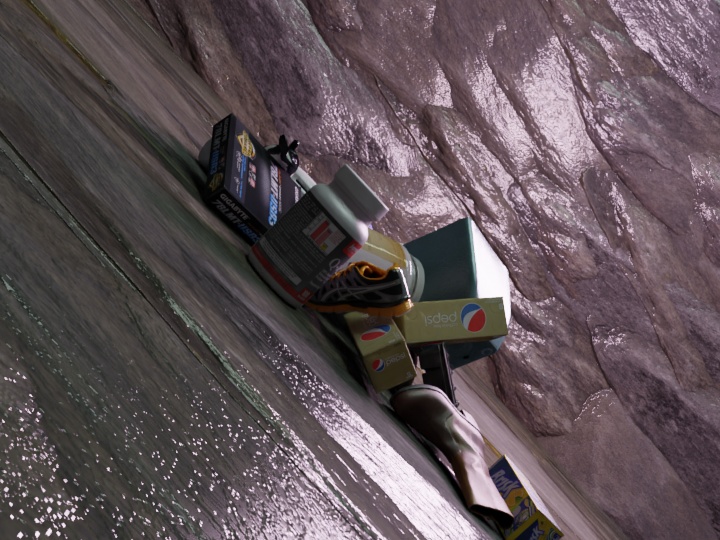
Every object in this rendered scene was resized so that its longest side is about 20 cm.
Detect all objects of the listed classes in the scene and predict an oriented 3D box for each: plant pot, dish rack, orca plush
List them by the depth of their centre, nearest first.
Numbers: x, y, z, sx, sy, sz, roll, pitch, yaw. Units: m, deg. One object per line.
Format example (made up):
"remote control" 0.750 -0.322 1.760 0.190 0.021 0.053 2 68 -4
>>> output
"dish rack" 0.138 0.204 1.746 0.200 0.054 0.156 29 51 -80
"orca plush" -0.141 -0.215 1.832 0.105 0.071 0.200 37 -12 -2
"plant pot" 0.169 0.064 1.902 0.197 0.194 0.202 48 26 -43

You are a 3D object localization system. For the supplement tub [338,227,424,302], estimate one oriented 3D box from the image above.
"supplement tub" 0.000 0.000 1.761 0.199 0.145 0.145 25 17 -37

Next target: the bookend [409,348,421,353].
"bookend" 0.034 0.070 2.084 0.200 0.092 0.199 49 4 34

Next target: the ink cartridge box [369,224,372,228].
"ink cartridge box" -0.013 -0.075 1.989 0.094 0.044 0.202 -61 141 -55

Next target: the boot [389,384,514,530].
"boot" 0.131 0.277 1.515 0.188 0.068 0.201 40 20 -36

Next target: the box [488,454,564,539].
"box" 0.241 0.365 1.587 0.064 0.070 0.200 46 4 -14

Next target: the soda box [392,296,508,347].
"soda box" 0.145 0.087 1.726 0.064 0.197 0.069 151 -67 -64

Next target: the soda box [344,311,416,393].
"soda box" 0.028 0.113 1.578 0.200 0.067 0.065 -120 -172 -72

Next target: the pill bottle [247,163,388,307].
"pill bottle" -0.060 -0.053 1.514 0.116 0.200 0.116 46 5 -5

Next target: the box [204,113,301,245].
"box" -0.169 -0.126 1.687 0.198 0.049 0.202 45 27 -34

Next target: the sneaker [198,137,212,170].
"sneaker" -0.214 -0.163 1.840 0.115 0.075 0.200 41 4 -37

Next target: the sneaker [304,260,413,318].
"sneaker" -0.011 0.022 1.594 0.078 0.197 0.078 -38 126 -58

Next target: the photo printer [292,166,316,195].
"photo printer" -0.118 -0.122 2.056 0.167 0.069 0.200 50 -18 2

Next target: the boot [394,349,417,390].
"boot" 0.037 0.145 1.755 0.096 0.075 0.200 22 17 -14
